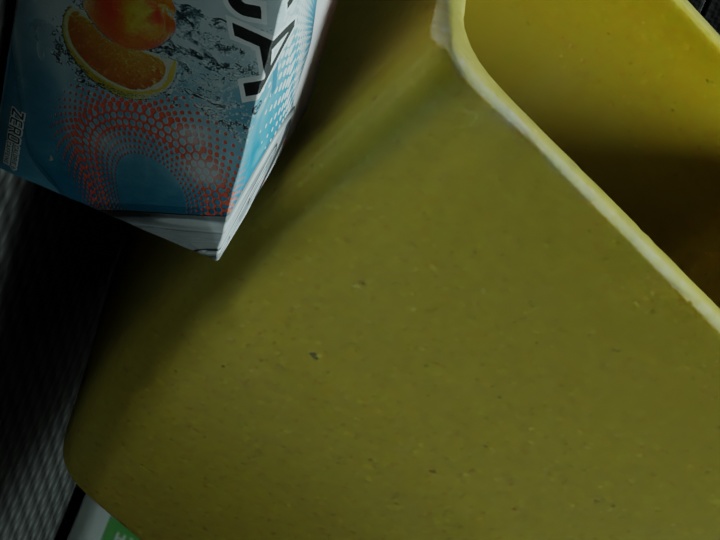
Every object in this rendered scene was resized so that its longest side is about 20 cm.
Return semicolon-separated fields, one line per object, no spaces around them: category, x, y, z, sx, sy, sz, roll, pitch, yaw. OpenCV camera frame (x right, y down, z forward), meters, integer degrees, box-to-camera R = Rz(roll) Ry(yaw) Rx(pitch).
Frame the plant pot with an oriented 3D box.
plant pot;0.021;0.010;0.699;0.200;0.194;0.196;-37;-158;25

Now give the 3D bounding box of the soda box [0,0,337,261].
soda box;-0.030;-0.101;0.505;0.069;0.063;0.201;-62;172;-45

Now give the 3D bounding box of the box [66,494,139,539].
box;-0.007;0.122;0.947;0.200;0.198;0.172;-19;131;-83
